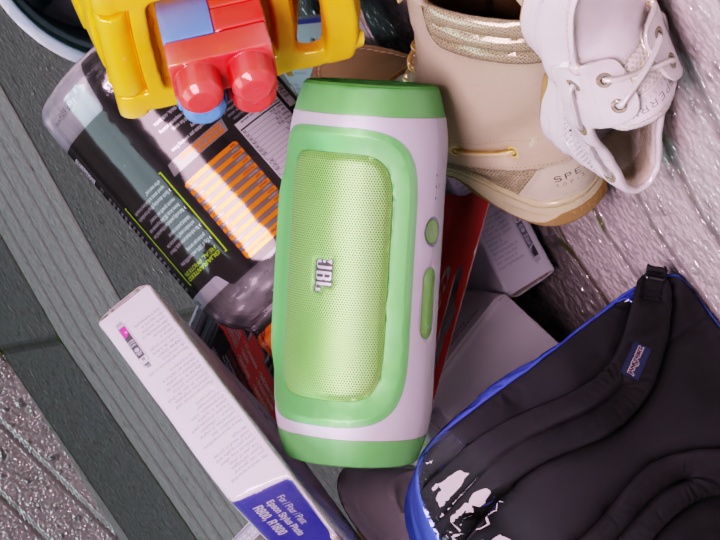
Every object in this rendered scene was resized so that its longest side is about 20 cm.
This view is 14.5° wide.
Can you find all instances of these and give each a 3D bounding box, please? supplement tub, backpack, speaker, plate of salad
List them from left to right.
[{"bbox_3d":[-0.076,-0.053,1.617,0.200,0.123,0.123,50,164,1],"label":"supplement tub"},{"bbox_3d":[0.000,0.000,1.501,0.088,0.088,0.200,-163,75,-66],"label":"speaker"},{"bbox_3d":[0.069,0.178,1.683,0.200,0.048,0.200,28,-164,-9],"label":"plate of salad"},{"bbox_3d":[0.128,0.130,1.571,0.163,0.200,0.168,52,163,13],"label":"backpack"}]

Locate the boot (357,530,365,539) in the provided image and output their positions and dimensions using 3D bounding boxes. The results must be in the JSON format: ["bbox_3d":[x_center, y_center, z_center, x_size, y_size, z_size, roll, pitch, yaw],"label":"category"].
[{"bbox_3d":[0.086,0.206,1.844,0.146,0.070,0.200,42,170,-15],"label":"boot"}]

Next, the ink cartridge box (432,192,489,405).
[{"bbox_3d":[0.011,0.028,1.661,0.050,0.161,0.200,17,171,-10],"label":"ink cartridge box"}]

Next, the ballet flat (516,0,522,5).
[{"bbox_3d":[0.038,-0.208,1.446,0.200,0.057,0.066,55,165,7],"label":"ballet flat"}]

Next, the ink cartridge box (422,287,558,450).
[{"bbox_3d":[0.076,0.083,1.779,0.145,0.083,0.200,41,169,-17],"label":"ink cartridge box"}]

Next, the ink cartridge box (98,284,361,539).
[{"bbox_3d":[-0.047,0.122,1.573,0.200,0.043,0.196,52,180,33],"label":"ink cartridge box"}]

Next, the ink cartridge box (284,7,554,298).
[{"bbox_3d":[0.024,-0.080,1.760,0.200,0.041,0.200,61,163,-13],"label":"ink cartridge box"}]

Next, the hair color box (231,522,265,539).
[{"bbox_3d":[-0.019,0.230,1.741,0.200,0.099,0.061,34,-163,-42],"label":"hair color box"}]

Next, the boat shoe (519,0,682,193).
[{"bbox_3d":[0.127,-0.102,1.379,0.069,0.071,0.200,48,170,24],"label":"boat shoe"}]

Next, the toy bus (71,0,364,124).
[{"bbox_3d":[-0.057,-0.159,1.479,0.136,0.200,0.192,80,173,-50],"label":"toy bus"}]

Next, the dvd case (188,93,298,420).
[{"bbox_3d":[-0.056,0.012,1.743,0.022,0.200,0.146,14,156,20],"label":"dvd case"}]

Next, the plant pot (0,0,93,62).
[{"bbox_3d":[-0.153,-0.223,1.768,0.200,0.200,0.196,60,171,-10],"label":"plant pot"}]

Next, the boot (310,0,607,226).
[{"bbox_3d":[0.040,-0.119,1.550,0.200,0.073,0.156,28,150,36],"label":"boot"}]
